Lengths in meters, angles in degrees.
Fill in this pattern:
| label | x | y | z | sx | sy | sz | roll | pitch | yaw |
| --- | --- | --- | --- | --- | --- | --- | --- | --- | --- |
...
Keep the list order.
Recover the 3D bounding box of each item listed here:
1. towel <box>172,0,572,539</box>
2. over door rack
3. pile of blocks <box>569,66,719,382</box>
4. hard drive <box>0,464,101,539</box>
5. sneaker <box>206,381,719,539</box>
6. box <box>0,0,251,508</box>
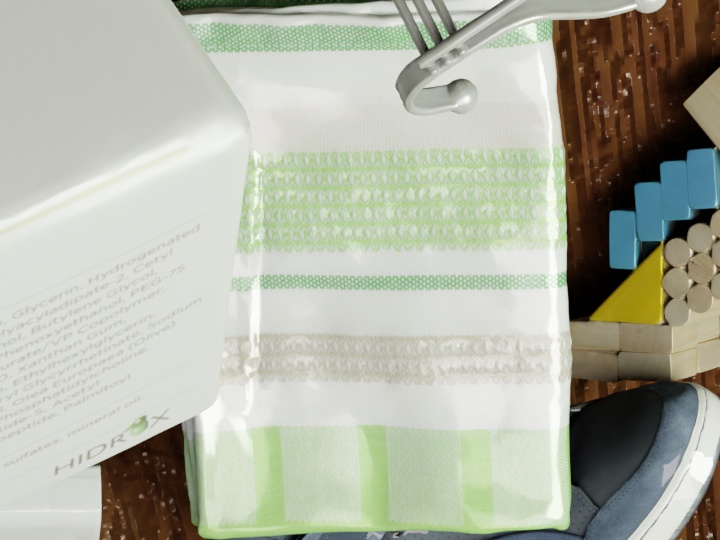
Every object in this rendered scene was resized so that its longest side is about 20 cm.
| label | x | y | z | sx | sy | sz | roll | pitch | yaw |
| --- | --- | --- | --- | --- | --- | --- | --- | --- | --- |
| towel | 0.000 | 0.000 | 0.823 | 0.149 | 0.031 | 0.200 | -2 | 102 | 11 |
| over door rack | 0.066 | -0.159 | 0.706 | 0.200 | 0.148 | 0.067 | -38 | 158 | 32 |
| pile of blocks | 0.155 | -0.030 | 0.877 | 0.200 | 0.082 | 0.062 | -42 | 163 | 29 |
| hard drive | -0.203 | 0.106 | 0.891 | 0.200 | 0.026 | 0.132 | 0 | 156 | -8 |
| sneaker | 0.028 | 0.076 | 0.886 | 0.146 | 0.077 | 0.202 | 33 | 134 | -24 |
| box | -0.166 | -0.033 | 0.674 | 0.200 | 0.199 | 0.171 | -26 | 157 | -21 |
